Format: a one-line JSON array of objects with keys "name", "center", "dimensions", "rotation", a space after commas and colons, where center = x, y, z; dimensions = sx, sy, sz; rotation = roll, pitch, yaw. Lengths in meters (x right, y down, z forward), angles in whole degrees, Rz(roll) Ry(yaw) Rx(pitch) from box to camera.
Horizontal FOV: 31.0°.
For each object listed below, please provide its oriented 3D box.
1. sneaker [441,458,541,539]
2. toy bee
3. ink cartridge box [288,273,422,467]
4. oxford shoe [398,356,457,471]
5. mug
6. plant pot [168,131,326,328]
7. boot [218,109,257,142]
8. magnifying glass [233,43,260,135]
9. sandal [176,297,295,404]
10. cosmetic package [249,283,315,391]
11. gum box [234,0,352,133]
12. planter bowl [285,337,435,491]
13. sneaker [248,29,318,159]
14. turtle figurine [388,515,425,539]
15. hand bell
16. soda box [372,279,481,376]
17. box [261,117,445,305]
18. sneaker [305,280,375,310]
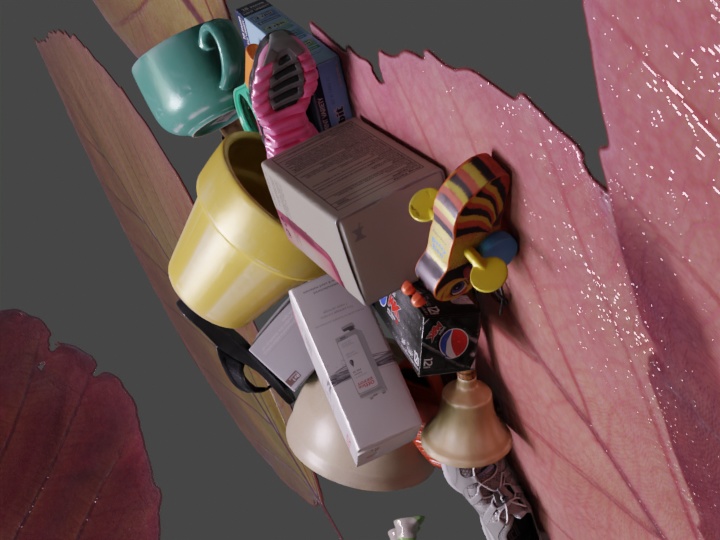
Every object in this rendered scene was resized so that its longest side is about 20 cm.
[{"name": "sneaker", "center": [0.165, 0.261, 1.521], "dimensions": [0.082, 0.075, 0.200], "rotation": [21, 148, 59]}, {"name": "toy bee", "center": [0.092, -0.010, 1.220], "dimensions": [0.131, 0.109, 0.200], "rotation": [37, 150, 54]}, {"name": "ink cartridge box", "center": [-0.006, 0.112, 1.488], "dimensions": [0.147, 0.083, 0.200], "rotation": [93, 154, -76]}, {"name": "oxford shoe", "center": [0.101, 0.165, 1.565], "dimensions": [0.071, 0.073, 0.200], "rotation": [12, 135, 30]}, {"name": "mug", "center": [-0.211, -0.247, 1.706], "dimensions": [0.115, 0.152, 0.185], "rotation": [63, -177, 1]}, {"name": "plant pot", "center": [-0.136, -0.038, 1.606], "dimensions": [0.189, 0.201, 0.201], "rotation": [-49, 61, 27]}, {"name": "boot", "center": [-0.125, -0.154, 1.747], "dimensions": [0.200, 0.075, 0.074], "rotation": [47, 157, 41]}, {"name": "magnifying glass", "center": [-0.132, -0.217, 1.599], "dimensions": [0.080, 0.022, 0.200], "rotation": [60, 163, 16]}, {"name": "sandal", "center": [-0.165, 0.109, 1.658], "dimensions": [0.200, 0.048, 0.075], "rotation": [43, -177, -17]}, {"name": "cosmetic package", "center": [-0.080, 0.084, 1.704], "dimensions": [0.090, 0.107, 0.200], "rotation": [42, 178, 0]}, {"name": "gum box", "center": [-0.072, -0.209, 1.539], "dimensions": [0.200, 0.045, 0.170], "rotation": [44, 155, 48]}, {"name": "planter bowl", "center": [0.015, 0.167, 1.657], "dimensions": [0.200, 0.200, 0.135], "rotation": [44, 129, 49]}, {"name": "sneaker", "center": [-0.092, -0.196, 1.434], "dimensions": [0.200, 0.079, 0.095], "rotation": [89, 159, -51]}, {"name": "turtle figurine", "center": [0.114, 0.488, 2.033], "dimensions": [0.144, 0.200, 0.194], "rotation": [36, -140, -57]}, {"name": "hand bell", "center": [0.117, 0.105, 1.419], "dimensions": [0.104, 0.104, 0.200], "rotation": [43, 142, 51]}, {"name": "soda box", "center": [0.063, 0.035, 1.378], "dimensions": [0.200, 0.063, 0.071], "rotation": [-125, 35, -61]}, {"name": "box", "center": [0.000, -0.068, 1.385], "dimensions": [0.200, 0.128, 0.109], "rotation": [41, 153, 55]}, {"name": "sneaker", "center": [-0.041, -0.024, 1.720], "dimensions": [0.200, 0.078, 0.090], "rotation": [40, 144, 36]}]
